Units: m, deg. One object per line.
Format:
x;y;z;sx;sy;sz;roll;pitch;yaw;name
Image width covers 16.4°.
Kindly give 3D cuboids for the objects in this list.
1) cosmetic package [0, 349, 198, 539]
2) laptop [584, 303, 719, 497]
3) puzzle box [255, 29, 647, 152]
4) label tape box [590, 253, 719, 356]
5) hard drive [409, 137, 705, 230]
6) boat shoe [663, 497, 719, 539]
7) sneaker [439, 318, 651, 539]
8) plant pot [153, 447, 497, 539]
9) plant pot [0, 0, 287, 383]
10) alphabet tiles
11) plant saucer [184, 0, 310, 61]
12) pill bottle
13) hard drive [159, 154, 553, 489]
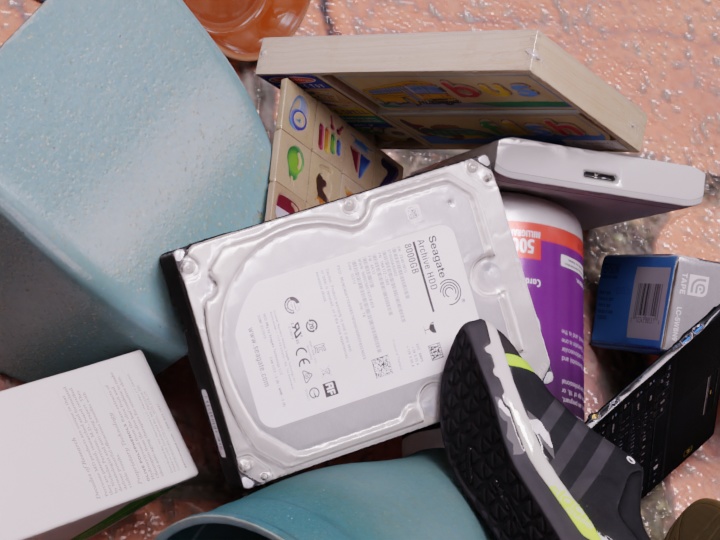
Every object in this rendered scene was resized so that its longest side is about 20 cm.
-0.199;0.117;1.359;0.199;0.107;0.085;-18;80;-51;cosmetic package
0.174;0.148;1.454;0.200;0.178;0.103;-39;66;-17;laptop
0.053;-0.104;1.473;0.133;0.199;0.026;29;69;-49;puzzle box
0.263;0.035;1.578;0.198;0.144;0.064;10;88;-13;label tape box
0.117;-0.052;1.559;0.131;0.200;0.027;8;85;-13;hard drive
0.240;0.201;1.484;0.065;0.073;0.200;32;9;-24;boat shoe
0.109;0.113;1.354;0.082;0.072;0.201;-6;55;-28;sneaker
0.005;0.193;1.389;0.200;0.200;0.188;49;44;13;plant pot
-0.160;-0.040;1.470;0.200;0.196;0.196;44;56;-9;plant pot
0.000;0.000;1.513;0.200;0.008;0.168;35;54;-50;alphabet tiles
-0.089;-0.237;1.624;0.032;0.201;0.201;0;49;31;plant saucer
0.081;0.061;1.513;0.112;0.112;0.202;5;74;-15;pill bottle
0.000;0.028;1.407;0.199;0.038;0.141;-17;92;-21;hard drive
